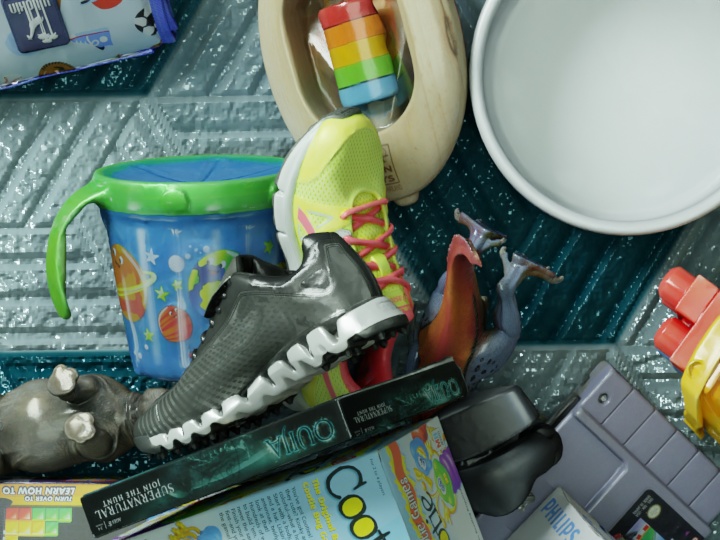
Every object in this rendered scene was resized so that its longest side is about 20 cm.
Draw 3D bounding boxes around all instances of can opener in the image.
[{"bbox_3d":[0.036,0.138,1.461,0.199,0.063,0.079,-29,84,24],"label":"can opener"}]

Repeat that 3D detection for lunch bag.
[{"bbox_3d":[-0.217,-0.222,1.501,0.168,0.124,0.202,-12,102,3],"label":"lunch bag"}]

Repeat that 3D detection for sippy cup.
[{"bbox_3d":[-0.099,0.000,1.490,0.176,0.140,0.132,1,101,15],"label":"sippy cup"}]

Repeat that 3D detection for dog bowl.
[{"bbox_3d":[0.168,-0.123,1.494,0.198,0.079,0.202,0,90,3],"label":"dog bowl"}]

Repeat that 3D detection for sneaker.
[{"bbox_3d":[0.000,0.000,1.441,0.090,0.078,0.202,21,118,41],"label":"sneaker"},{"bbox_3d":[-0.066,0.041,1.413,0.199,0.066,0.091,-32,79,28],"label":"sneaker"}]

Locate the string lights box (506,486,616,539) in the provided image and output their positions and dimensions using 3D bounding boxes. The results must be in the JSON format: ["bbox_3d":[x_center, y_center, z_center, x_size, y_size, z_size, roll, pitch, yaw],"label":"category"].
[{"bbox_3d":[0.182,0.231,1.449,0.059,0.103,0.200,-45,106,2],"label":"string lights box"}]

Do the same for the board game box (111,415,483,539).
[{"bbox_3d":[-0.038,0.174,1.406,0.199,0.103,0.106,-21,90,24],"label":"board game box"}]

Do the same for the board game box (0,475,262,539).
[{"bbox_3d":[-0.162,0.217,1.522,0.198,0.057,0.167,-1,88,4],"label":"board game box"}]

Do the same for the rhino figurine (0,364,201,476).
[{"bbox_3d":[-0.175,0.094,1.504,0.198,0.087,0.060,-7,74,8],"label":"rhino figurine"}]

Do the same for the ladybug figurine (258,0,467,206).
[{"bbox_3d":[0.008,-0.140,1.497,0.135,0.072,0.202,-9,97,25],"label":"ladybug figurine"}]

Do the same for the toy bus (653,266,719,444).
[{"bbox_3d":[0.255,0.069,1.434,0.192,0.200,0.136,39,89,11],"label":"toy bus"}]

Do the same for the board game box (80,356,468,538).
[{"bbox_3d":[-0.050,0.103,1.384,0.199,0.135,0.028,-23,86,33],"label":"board game box"}]

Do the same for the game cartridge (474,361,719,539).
[{"bbox_3d":[0.134,0.173,1.497,0.130,0.038,0.200,42,91,-13],"label":"game cartridge"}]

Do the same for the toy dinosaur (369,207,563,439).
[{"bbox_3d":[0.043,0.057,1.469,0.105,0.199,0.182,34,100,30],"label":"toy dinosaur"}]
